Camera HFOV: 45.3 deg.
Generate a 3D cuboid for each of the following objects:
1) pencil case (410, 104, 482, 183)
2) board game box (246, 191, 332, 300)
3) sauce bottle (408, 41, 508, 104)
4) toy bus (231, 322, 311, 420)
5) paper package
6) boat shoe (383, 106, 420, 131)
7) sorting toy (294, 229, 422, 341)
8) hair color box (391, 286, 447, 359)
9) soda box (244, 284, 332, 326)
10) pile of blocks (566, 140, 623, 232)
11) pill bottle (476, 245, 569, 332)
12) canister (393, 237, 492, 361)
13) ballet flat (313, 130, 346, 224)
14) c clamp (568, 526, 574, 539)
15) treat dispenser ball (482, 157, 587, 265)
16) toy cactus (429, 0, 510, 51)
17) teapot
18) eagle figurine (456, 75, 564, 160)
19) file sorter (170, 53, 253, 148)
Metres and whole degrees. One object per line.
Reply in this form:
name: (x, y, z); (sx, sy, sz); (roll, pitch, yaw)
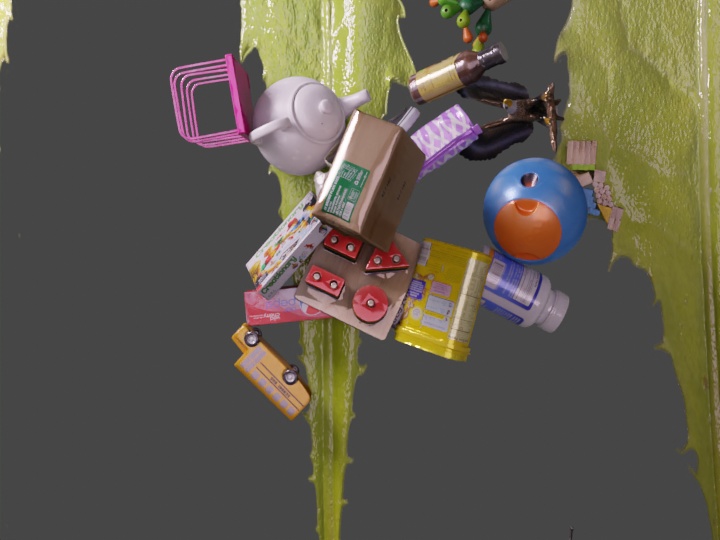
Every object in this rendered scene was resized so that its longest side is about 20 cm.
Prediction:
pencil case: (0.132, -0.230, 1.649); (0.199, 0.086, 0.084); (-38, 118, 8)
board game box: (-0.135, -0.050, 1.668); (0.034, 0.126, 0.200); (38, 97, -29)
sauce bottle: (0.188, -0.382, 1.662); (0.197, 0.064, 0.066); (-17, 93, 30)
toy bus: (-0.181, 0.197, 1.717); (0.200, 0.065, 0.078); (45, 92, -4)
paper package: (0.019, -0.155, 1.532); (0.102, 0.190, 0.203); (22, 88, 20)
boat shoe: (0.033, -0.258, 1.668); (0.071, 0.072, 0.200); (45, 74, 0)
sorting toy: (0.000, 0.000, 1.653); (0.196, 0.070, 0.203); (25, 82, 3)
hair color box: (0.111, 0.083, 1.724); (0.198, 0.061, 0.101); (30, 91, -3)
soda box: (-0.129, 0.065, 1.713); (0.196, 0.063, 0.071); (-6, 93, -2)
pile of blocks: (0.465, -0.169, 1.731); (0.081, 0.062, 0.203); (-22, 89, 18)
pill bottle: (0.305, 0.042, 1.704); (0.198, 0.112, 0.114); (27, 91, -4)
canister: (0.157, 0.053, 1.630); (0.147, 0.086, 0.204); (17, 92, 31)
ballet flat: (-0.044, -0.179, 1.596); (0.072, 0.073, 0.202); (28, 74, -3)
c clamp: (0.341, 0.613, 1.775); (0.196, 0.027, 0.174); (-3, 98, -3)
treat dispenser ball: (0.334, -0.113, 1.654); (0.197, 0.201, 0.205); (0, 92, -2)
toy cactus: (0.225, -0.518, 1.700); (0.163, 0.102, 0.203); (-23, 91, -20)
teapot: (-0.103, -0.282, 1.624); (0.195, 0.145, 0.203); (27, 65, -26)
eagle figurine: (0.290, -0.310, 1.697); (0.197, 0.152, 0.153); (-3, 49, 30)
file sorter: (-0.274, -0.308, 1.626); (0.123, 0.200, 0.142); (-9, 93, 1)
